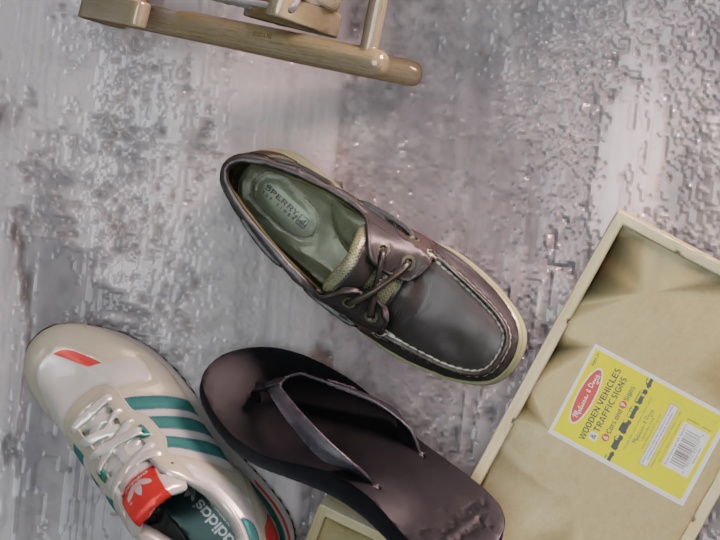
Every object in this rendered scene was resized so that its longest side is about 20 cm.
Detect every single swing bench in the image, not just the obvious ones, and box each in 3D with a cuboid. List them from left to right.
[{"bbox_3d":[-0.051,-0.219,1.169,0.200,0.130,0.199,12,94,11],"label":"swing bench"}]

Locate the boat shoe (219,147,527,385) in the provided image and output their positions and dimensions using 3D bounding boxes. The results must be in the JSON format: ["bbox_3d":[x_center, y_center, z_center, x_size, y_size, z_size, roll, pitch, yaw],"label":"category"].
[{"bbox_3d":[0.000,-0.001,1.188,0.201,0.066,0.072,37,101,16],"label":"boat shoe"}]

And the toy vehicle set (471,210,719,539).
[{"bbox_3d":[0.151,0.082,1.181,0.124,0.027,0.200,30,96,8],"label":"toy vehicle set"}]

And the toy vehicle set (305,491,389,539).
[{"bbox_3d":[0.050,0.219,1.193,0.200,0.027,0.124,25,113,9],"label":"toy vehicle set"}]

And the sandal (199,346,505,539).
[{"bbox_3d":[-0.002,0.094,1.179,0.200,0.076,0.043,30,141,24],"label":"sandal"}]

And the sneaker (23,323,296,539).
[{"bbox_3d":[-0.120,0.105,1.206,0.070,0.093,0.200,-45,84,8],"label":"sneaker"}]
